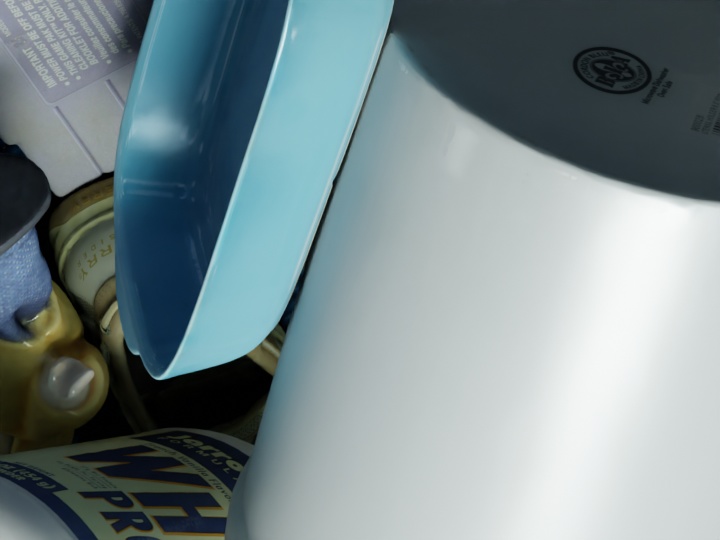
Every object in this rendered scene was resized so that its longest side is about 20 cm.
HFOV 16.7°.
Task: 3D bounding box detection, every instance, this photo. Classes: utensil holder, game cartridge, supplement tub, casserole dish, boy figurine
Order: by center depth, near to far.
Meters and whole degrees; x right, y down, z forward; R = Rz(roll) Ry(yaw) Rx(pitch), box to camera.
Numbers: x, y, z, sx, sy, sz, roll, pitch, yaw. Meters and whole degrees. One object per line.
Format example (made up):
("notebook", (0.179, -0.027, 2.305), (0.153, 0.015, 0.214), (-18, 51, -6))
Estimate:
("casserole dish", (-0.034, -0.058, 0.739), (0.039, 0.121, 0.201), (4, 130, -20))
("utensil holder", (0.058, 0.022, 0.758), (0.169, 0.170, 0.201), (2, 123, -20))
("game cartridge", (-0.099, -0.121, 0.820), (0.129, 0.039, 0.200), (-23, 135, 9))
("supplement tub", (-0.089, 0.132, 0.864), (0.145, 0.145, 0.200), (-47, 159, 25))
("boy figurine", (-0.141, 0.017, 0.885), (0.064, 0.124, 0.200), (-43, 159, -24))

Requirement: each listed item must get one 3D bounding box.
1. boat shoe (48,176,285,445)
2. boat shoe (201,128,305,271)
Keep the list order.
("boat shoe", (-0.063, 0.041, 0.946), (0.073, 0.063, 0.201), (-21, 145, 0))
("boat shoe", (0.004, 0.000, 0.893), (0.074, 0.087, 0.202), (-2, 160, 27))
